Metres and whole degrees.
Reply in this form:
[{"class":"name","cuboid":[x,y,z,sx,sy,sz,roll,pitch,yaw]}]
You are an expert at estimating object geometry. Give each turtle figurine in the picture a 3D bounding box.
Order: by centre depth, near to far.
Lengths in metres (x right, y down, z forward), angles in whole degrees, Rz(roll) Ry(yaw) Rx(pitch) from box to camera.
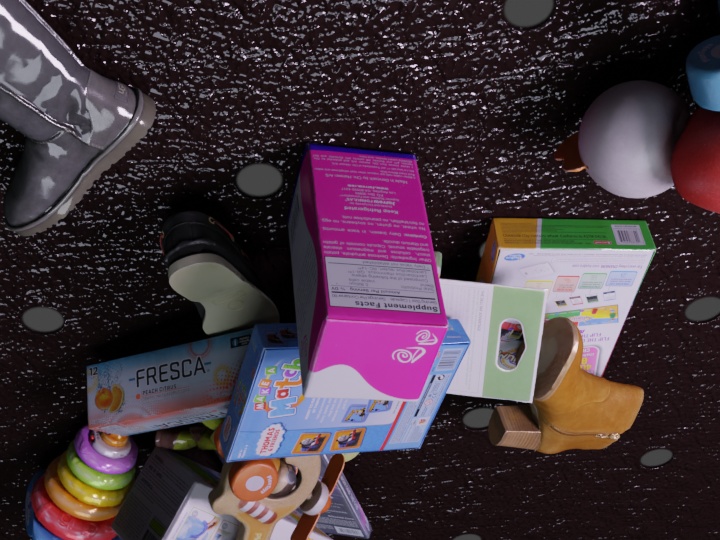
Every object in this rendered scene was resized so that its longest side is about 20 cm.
[{"class":"turtle figurine","cuboid":[-0.131,0.178,1.223,0.161,0.064,0.200,14,134,11]}]

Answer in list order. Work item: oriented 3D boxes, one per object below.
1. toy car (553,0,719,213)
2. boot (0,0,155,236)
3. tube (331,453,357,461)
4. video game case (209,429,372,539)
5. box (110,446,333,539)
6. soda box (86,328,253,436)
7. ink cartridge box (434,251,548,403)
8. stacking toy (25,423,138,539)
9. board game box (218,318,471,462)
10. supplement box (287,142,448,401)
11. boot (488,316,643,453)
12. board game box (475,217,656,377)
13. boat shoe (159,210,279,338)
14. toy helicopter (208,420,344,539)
[{"class":"toy car","cuboid":[0.254,-0.118,0.956,0.200,0.177,0.184,3,132,34]},{"class":"boot","cuboid":[-0.282,-0.131,0.904,0.182,0.073,0.200,-43,135,17]},{"class":"tube","cuboid":[-0.038,0.129,1.234,0.052,0.058,0.200,-2,138,11]},{"class":"video game case","cuboid":[-0.079,0.244,1.346,0.143,0.019,0.200,3,141,22]},{"class":"box","cuboid":[-0.146,0.284,1.268,0.200,0.112,0.101,32,84,-34]},{"class":"soda box","cuboid":[-0.170,0.111,1.150,0.200,0.068,0.064,-13,161,23]},{"class":"ink cartridge box","cuboid":[0.070,0.052,1.125,0.200,0.048,0.146,4,127,4]},{"class":"stacking toy","cuboid":[-0.278,0.206,1.268,0.110,0.116,0.200,16,122,-26]},{"class":"board game box","cuboid":[-0.016,0.110,1.080,0.200,0.037,0.151,-1,133,-25]},{"class":"supplement box","cuboid":[0.000,0.000,0.986,0.103,0.200,0.101,5,137,-12]},{"class":"boot","cuboid":[0.225,0.117,1.192,0.144,0.071,0.201,1,139,-20]},{"class":"board game box","cuboid":[0.187,0.033,1.165,0.153,0.040,0.200,1,138,-8]},{"class":"boat shoe","cuboid":[-0.126,0.012,1.088,0.074,0.063,0.201,-18,151,6]},{"class":"toy helicopter","cuboid":[-0.090,0.242,1.178,0.132,0.079,0.200,6,117,-25]}]
